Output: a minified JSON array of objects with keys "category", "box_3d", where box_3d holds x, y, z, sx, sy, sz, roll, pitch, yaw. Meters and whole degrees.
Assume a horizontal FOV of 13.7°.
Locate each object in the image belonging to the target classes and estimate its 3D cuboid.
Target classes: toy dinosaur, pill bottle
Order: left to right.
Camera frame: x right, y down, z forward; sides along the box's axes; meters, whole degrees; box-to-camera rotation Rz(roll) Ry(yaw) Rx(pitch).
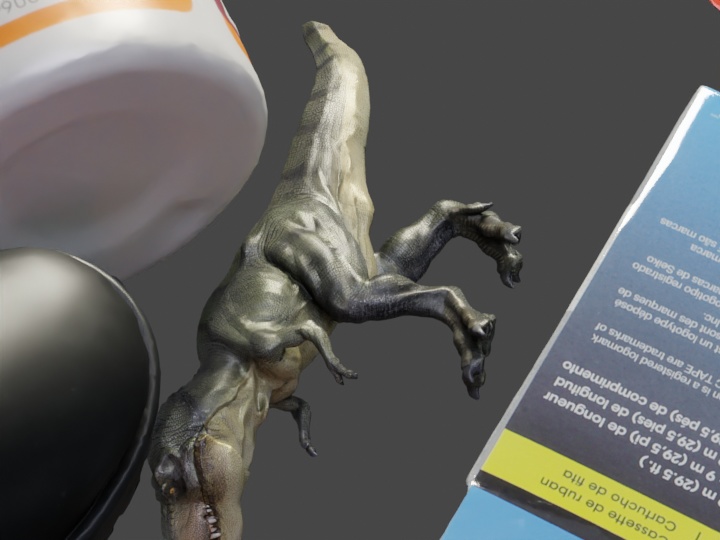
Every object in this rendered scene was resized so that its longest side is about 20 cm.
[{"category":"pill bottle","box_3d":[-0.113,-0.100,0.883,0.114,0.114,0.201,-15,58,-18]},{"category":"toy dinosaur","box_3d":[0.000,0.000,0.873,0.088,0.048,0.201,11,51,8]}]

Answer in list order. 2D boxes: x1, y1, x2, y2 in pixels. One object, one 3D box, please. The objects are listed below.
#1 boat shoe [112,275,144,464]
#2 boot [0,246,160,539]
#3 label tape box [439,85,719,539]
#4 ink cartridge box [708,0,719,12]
[{"category":"boat shoe","box_3d":[-0.156,0.040,0.810,0.199,0.068,0.072,-10,57,-12]},{"category":"boot","box_3d":[-0.111,0.024,0.521,0.198,0.163,0.073,-36,66,-27]},{"category":"label tape box","box_3d":[0.114,0.061,0.833,0.143,0.066,0.200,26,58,11]},{"category":"ink cartridge box","box_3d":[0.215,-0.094,0.963,0.160,0.047,0.200,-33,67,-26]}]
